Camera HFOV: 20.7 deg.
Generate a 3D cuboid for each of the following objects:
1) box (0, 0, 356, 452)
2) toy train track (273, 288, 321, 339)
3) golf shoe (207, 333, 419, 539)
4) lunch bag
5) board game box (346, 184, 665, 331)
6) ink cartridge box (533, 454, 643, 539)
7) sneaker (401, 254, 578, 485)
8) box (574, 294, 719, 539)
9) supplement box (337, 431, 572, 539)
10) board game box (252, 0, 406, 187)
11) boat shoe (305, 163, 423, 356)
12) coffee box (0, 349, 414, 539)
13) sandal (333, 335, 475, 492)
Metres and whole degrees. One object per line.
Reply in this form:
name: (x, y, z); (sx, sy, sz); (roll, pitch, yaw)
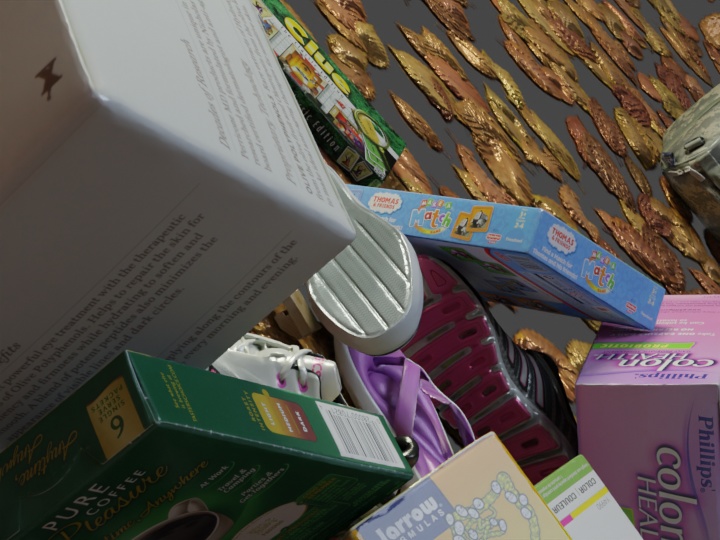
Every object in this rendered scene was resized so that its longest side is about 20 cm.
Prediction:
box: (-0.150, -0.051, 0.918); (0.171, 0.199, 0.200); (26, 31, -46)
toy train track: (-0.091, -0.040, 1.252); (0.200, 0.033, 0.115); (58, 15, 3)
golf shoe: (-0.056, 0.061, 1.071); (0.200, 0.092, 0.073); (42, 24, -17)
lunch bag: (0.437, -0.101, 2.237); (0.200, 0.139, 0.168); (45, 21, -12)
board game box: (0.090, -0.010, 1.380); (0.200, 0.037, 0.151); (9, -14, 45)
ink cartridge box: (0.130, 0.228, 1.145); (0.200, 0.076, 0.148); (54, 37, 7)
sneaker: (0.088, 0.071, 1.367); (0.200, 0.074, 0.087); (54, 21, -6)
box: (0.214, 0.128, 1.377); (0.200, 0.097, 0.176); (-51, 138, -68)
supplement box: (0.067, 0.204, 1.005); (0.110, 0.109, 0.200); (-31, 81, -35)
board game box: (-0.045, -0.152, 1.532); (0.200, 0.023, 0.105); (48, 19, -8)
boat shoe: (0.000, 0.000, 1.275); (0.067, 0.074, 0.200); (61, 2, -38)
coffee box: (-0.078, 0.100, 0.923); (0.200, 0.123, 0.044); (17, 40, -52)
sandal: (0.046, 0.104, 1.258); (0.082, 0.050, 0.203); (21, 36, -52)
